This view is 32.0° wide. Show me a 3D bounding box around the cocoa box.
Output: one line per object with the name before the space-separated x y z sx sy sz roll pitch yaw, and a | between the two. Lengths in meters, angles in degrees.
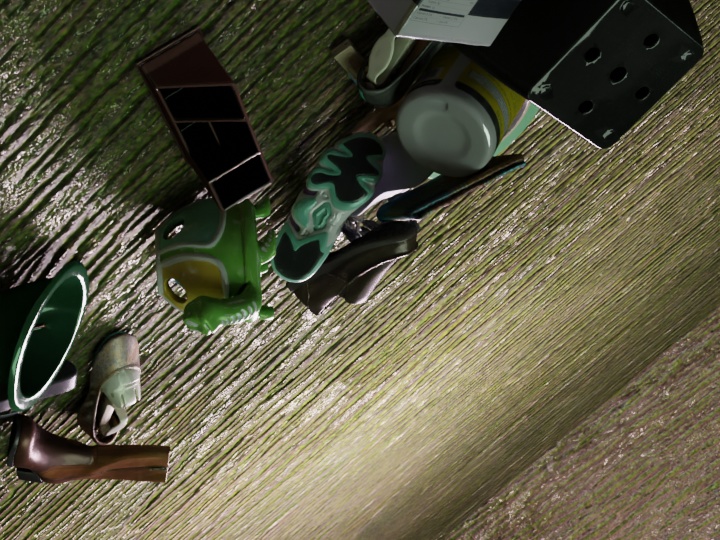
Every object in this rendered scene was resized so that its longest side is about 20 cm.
cocoa box | 0.054 -0.311 1.084 0.133 0.200 0.131 -6 142 -46

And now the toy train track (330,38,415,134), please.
toy train track | 0.017 -0.213 1.426 0.114 0.033 0.200 -33 151 12

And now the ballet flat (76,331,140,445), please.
ballet flat | -0.315 0.158 1.617 0.068 0.067 0.200 -18 150 -34

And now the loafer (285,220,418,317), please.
loafer | 0.000 0.000 1.525 0.200 0.071 0.073 -25 -172 40

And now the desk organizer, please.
desk organizer | -0.152 -0.146 1.266 0.072 0.077 0.200 -32 155 -7

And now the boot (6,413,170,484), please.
boot | -0.344 0.238 1.605 0.199 0.069 0.189 4 148 -4

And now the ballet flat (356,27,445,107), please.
ballet flat | 0.062 -0.258 1.318 0.200 0.068 0.068 -57 157 14

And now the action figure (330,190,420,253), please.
action figure | -0.012 -0.032 1.626 0.200 0.102 0.119 -32 169 -12

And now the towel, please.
towel | 0.098 -0.092 1.426 0.146 0.022 0.200 -28 -172 -7

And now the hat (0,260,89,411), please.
hat | -0.417 0.052 1.356 0.166 0.175 0.201 101 11 -54

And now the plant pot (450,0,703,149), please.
plant pot | 0.209 -0.237 1.210 0.200 0.178 0.200 25 119 -42

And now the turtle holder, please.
turtle holder | -0.163 0.005 1.407 0.131 0.186 0.141 -2 154 -9

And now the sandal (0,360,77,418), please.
sandal | -0.415 0.147 1.447 0.200 0.076 0.043 -10 121 -44

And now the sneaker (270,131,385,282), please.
sneaker | -0.042 -0.085 1.512 0.200 0.078 0.140 -53 -173 7

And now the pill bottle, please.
pill bottle | 0.127 -0.205 1.392 0.200 0.114 0.114 -57 173 -40

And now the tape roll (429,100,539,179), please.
tape roll | 0.143 -0.201 1.585 0.200 0.048 0.201 -28 155 -15

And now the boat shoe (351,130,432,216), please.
boat shoe | 0.039 -0.129 1.523 0.065 0.074 0.200 -35 -171 -39
